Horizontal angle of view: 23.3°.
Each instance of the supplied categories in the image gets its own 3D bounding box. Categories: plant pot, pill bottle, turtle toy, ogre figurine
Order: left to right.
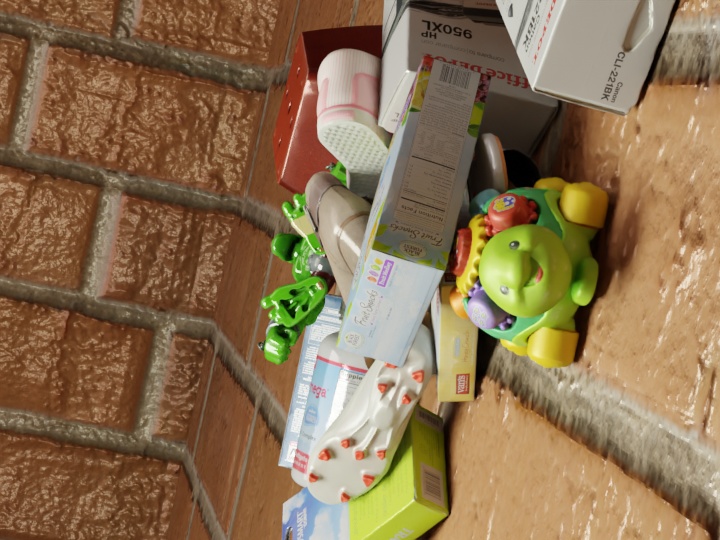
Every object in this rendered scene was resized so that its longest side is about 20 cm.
[{"bbox_3d":[-0.045,-0.008,1.746,0.120,0.098,0.201,-2,-87,-83],"label":"ogre figurine"},{"bbox_3d":[0.000,0.131,1.803,0.109,0.108,0.201,-160,82,-79],"label":"pill bottle"},{"bbox_3d":[0.005,-0.161,1.904,0.200,0.176,0.200,-101,26,-62],"label":"plant pot"},{"bbox_3d":[0.125,-0.004,1.339,0.200,0.101,0.146,-155,77,-79],"label":"turtle toy"}]

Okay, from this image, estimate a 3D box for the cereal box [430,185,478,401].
[{"bbox_3d":[0.084,0.002,1.611,0.200,0.039,0.144,-93,2,-48],"label":"cereal box"}]

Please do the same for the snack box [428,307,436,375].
[{"bbox_3d":[0.037,0.008,1.727,0.072,0.024,0.201,-16,78,54],"label":"snack box"}]

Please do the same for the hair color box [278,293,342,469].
[{"bbox_3d":[-0.031,0.130,1.990,0.100,0.060,0.201,11,-89,-70],"label":"hair color box"}]

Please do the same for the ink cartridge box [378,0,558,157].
[{"bbox_3d":[0.098,-0.211,1.572,0.084,0.144,0.200,118,160,-52],"label":"ink cartridge box"}]

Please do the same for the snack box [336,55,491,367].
[{"bbox_3d":[0.043,-0.048,1.453,0.169,0.067,0.200,109,175,-57],"label":"snack box"}]

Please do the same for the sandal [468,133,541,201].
[{"bbox_3d":[0.128,-0.068,1.491,0.207,0.059,0.079,92,170,-80],"label":"sandal"}]

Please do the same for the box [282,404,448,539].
[{"bbox_3d":[0.002,0.229,1.673,0.200,0.048,0.122,-41,32,33],"label":"box"}]

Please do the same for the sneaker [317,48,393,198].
[{"bbox_3d":[0.011,-0.134,1.625,0.200,0.075,0.105,54,-150,-59],"label":"sneaker"}]

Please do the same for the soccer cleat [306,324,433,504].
[{"bbox_3d":[0.015,0.136,1.622,0.200,0.069,0.078,-59,1,27],"label":"soccer cleat"}]

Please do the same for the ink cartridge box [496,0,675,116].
[{"bbox_3d":[0.177,-0.230,1.356,0.200,0.083,0.145,-100,25,-61],"label":"ink cartridge box"}]

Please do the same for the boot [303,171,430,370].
[{"bbox_3d":[0.000,0.000,1.641,0.146,0.070,0.200,54,160,27],"label":"boot"}]
